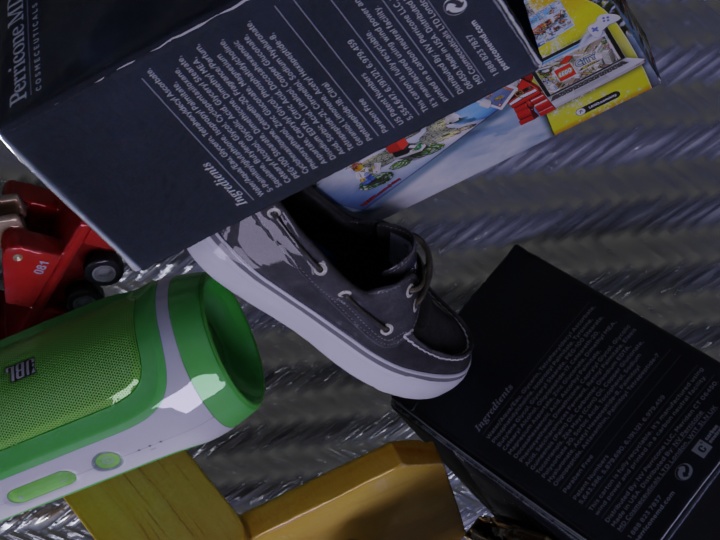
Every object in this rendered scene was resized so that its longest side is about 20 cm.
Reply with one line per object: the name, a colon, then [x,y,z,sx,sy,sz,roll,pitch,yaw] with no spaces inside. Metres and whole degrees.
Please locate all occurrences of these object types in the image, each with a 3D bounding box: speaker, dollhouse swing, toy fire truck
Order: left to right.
toy fire truck: [-0.192,-0.018,0.939,0.140,0.049,0.200,14,134,-26]
speaker: [-0.152,0.070,0.944,0.198,0.089,0.089,-22,138,13]
dollhouse swing: [-0.065,0.121,1.073,0.175,0.182,0.200,-39,154,-9]

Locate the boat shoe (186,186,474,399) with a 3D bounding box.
boat shoe: [0.000,0.000,0.939,0.066,0.070,0.199,-34,130,28]

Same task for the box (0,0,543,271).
box: [-0.045,-0.121,0.780,0.199,0.149,0.107,-27,137,17]

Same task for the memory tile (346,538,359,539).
memory tile: [0.088,0.201,0.979,0.153,0.199,0.017,25,93,-44]

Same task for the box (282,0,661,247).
box: [0.029,-0.100,0.905,0.198,0.038,0.137,-25,137,16]

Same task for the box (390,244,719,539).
box: [0.153,0.118,1.037,0.124,0.196,0.200,-50,136,-9]

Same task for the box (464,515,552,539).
box: [0.152,0.215,1.053,0.200,0.163,0.021,43,82,-4]
